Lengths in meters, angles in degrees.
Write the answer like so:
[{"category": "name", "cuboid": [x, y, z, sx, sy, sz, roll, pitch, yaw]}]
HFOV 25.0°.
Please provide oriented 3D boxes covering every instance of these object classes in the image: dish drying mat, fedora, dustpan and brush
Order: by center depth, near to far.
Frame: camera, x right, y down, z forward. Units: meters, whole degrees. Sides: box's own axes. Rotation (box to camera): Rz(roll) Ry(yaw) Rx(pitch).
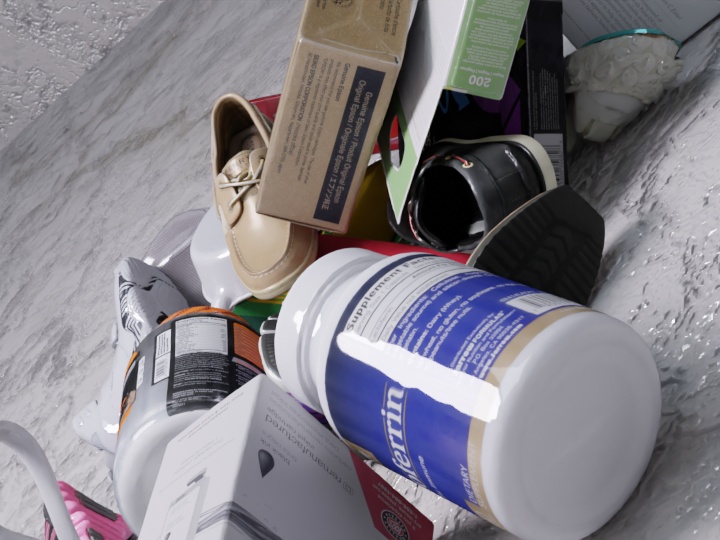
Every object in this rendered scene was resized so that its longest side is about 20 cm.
[{"category": "dish drying mat", "cuboid": [0.000, 0.000, 1.178, 0.077, 0.018, 0.199, -28, 25, -38]}, {"category": "dustpan and brush", "cuboid": [-0.101, 0.001, 1.311, 0.139, 0.058, 0.200, -8, 32, 42]}, {"category": "fedora", "cuboid": [-0.152, 0.003, 1.503, 0.199, 0.090, 0.178, -30, 25, 41]}]

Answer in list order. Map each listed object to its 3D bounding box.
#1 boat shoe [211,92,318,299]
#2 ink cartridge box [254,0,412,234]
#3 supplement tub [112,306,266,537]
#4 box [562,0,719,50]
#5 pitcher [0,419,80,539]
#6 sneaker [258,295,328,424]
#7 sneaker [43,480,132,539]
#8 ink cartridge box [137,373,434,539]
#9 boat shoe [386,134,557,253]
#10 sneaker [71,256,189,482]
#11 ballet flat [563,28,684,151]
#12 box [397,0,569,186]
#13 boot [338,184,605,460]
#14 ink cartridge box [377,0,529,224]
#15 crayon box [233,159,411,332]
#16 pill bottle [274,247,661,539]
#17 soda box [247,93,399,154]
[{"category": "boat shoe", "cuboid": [-0.083, -0.058, 1.221, 0.071, 0.065, 0.201, -29, 40, 9]}, {"category": "ink cartridge box", "cuboid": [-0.012, -0.156, 1.166, 0.166, 0.074, 0.201, 107, 175, -46]}, {"category": "supplement tub", "cuboid": [-0.112, 0.108, 1.158, 0.122, 0.122, 0.200, -43, 18, 11]}, {"category": "box", "cuboid": [0.219, -0.247, 1.150, 0.199, 0.124, 0.098, -37, 20, 26]}, {"category": "pitcher", "cuboid": [-0.203, 0.206, 1.036, 0.121, 0.200, 0.172, -30, 24, 40]}, {"category": "sneaker", "cuboid": [-0.025, 0.070, 1.108, 0.200, 0.080, 0.084, -57, -28, -81]}, {"category": "sneaker", "cuboid": [-0.220, 0.230, 1.244, 0.096, 0.079, 0.200, -58, 17, 1]}, {"category": "ink cartridge box", "cuboid": [-0.041, 0.174, 0.831, 0.083, 0.146, 0.201, -37, 22, 25]}, {"category": "boat shoe", "cuboid": [0.060, -0.050, 1.121, 0.063, 0.074, 0.201, -25, 6, -22]}, {"category": "sneaker", "cuboid": [-0.198, 0.085, 1.389, 0.115, 0.075, 0.201, -43, 46, 21]}, {"category": "ballet flat", "cuboid": [0.157, -0.117, 1.140, 0.072, 0.072, 0.200, -53, 17, -19]}, {"category": "box", "cuboid": [0.084, -0.110, 1.179, 0.200, 0.036, 0.145, 177, 91, -66]}, {"category": "boot", "cuboid": [0.059, 0.037, 1.015, 0.200, 0.077, 0.138, -52, 14, -17]}, {"category": "ink cartridge box", "cuboid": [0.062, -0.147, 1.087, 0.146, 0.047, 0.202, -101, 22, -61]}, {"category": "crayon box", "cuboid": [-0.031, -0.013, 1.337, 0.199, 0.051, 0.127, -26, 27, 46]}, {"category": "pill bottle", "cuboid": [0.048, 0.056, 0.843, 0.199, 0.116, 0.116, 21, 67, 50]}, {"category": "soda box", "cuboid": [-0.002, -0.126, 1.328, 0.198, 0.064, 0.070, -11, 9, 15]}]
